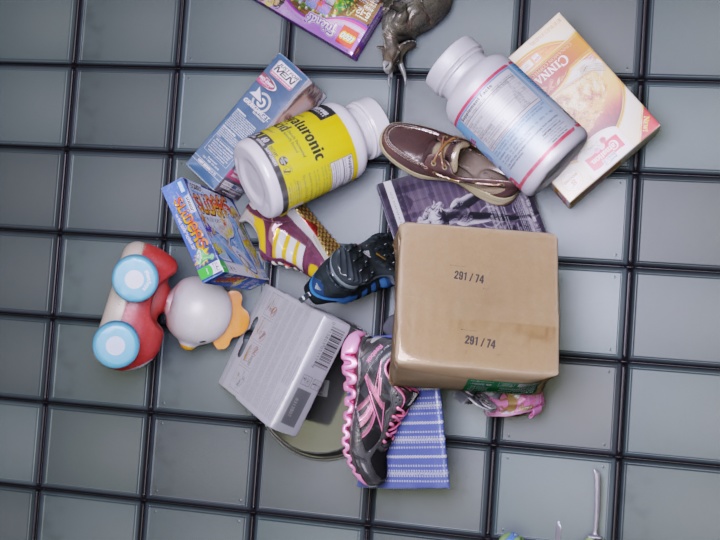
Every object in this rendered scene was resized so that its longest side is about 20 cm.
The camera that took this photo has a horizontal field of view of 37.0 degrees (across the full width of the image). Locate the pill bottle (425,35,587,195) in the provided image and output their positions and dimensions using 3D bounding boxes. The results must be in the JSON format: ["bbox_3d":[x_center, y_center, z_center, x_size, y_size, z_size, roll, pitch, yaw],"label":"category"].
[{"bbox_3d":[0.180,-0.198,1.354,0.109,0.109,0.200,-45,79,6],"label":"pill bottle"}]

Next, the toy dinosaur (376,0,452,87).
[{"bbox_3d":[0.077,-0.361,1.478,0.200,0.102,0.077,-46,44,-6],"label":"toy dinosaur"}]

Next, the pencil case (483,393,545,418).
[{"bbox_3d":[0.189,0.096,1.421,0.082,0.087,0.202,-8,85,-10],"label":"pencil case"}]

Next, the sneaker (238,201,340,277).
[{"bbox_3d":[-0.086,-0.025,1.496,0.090,0.075,0.200,-41,74,15],"label":"sneaker"}]

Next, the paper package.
[{"bbox_3d":[0.136,0.048,1.320,0.198,0.104,0.192,4,72,-1],"label":"paper package"}]

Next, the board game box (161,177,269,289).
[{"bbox_3d":[-0.192,-0.045,1.448,0.034,0.200,0.136,-27,82,9],"label":"board game box"}]

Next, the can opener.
[{"bbox_3d":[0.113,0.112,1.413,0.200,0.053,0.067,43,108,35],"label":"can opener"}]

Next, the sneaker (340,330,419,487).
[{"bbox_3d":[0.029,0.177,1.376,0.095,0.079,0.202,-2,90,22],"label":"sneaker"}]

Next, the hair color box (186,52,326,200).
[{"bbox_3d":[-0.143,-0.196,1.498,0.060,0.100,0.200,42,95,12],"label":"hair color box"}]

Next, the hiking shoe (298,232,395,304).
[{"bbox_3d":[0.000,0.000,1.419,0.086,0.199,0.075,-33,74,31],"label":"hiking shoe"}]

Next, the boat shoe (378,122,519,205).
[{"bbox_3d":[0.121,-0.150,1.411,0.199,0.072,0.072,26,73,2],"label":"boat shoe"}]

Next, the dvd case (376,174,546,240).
[{"bbox_3d":[0.137,-0.072,1.436,0.199,0.016,0.150,-16,75,-9],"label":"dvd case"}]

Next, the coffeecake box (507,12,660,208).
[{"bbox_3d":[0.271,-0.209,1.427,0.153,0.073,0.200,-41,80,7],"label":"coffeecake box"}]

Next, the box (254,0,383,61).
[{"bbox_3d":[-0.055,-0.406,1.523,0.199,0.039,0.137,32,94,11],"label":"box"}]

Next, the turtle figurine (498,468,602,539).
[{"bbox_3d":[0.272,0.394,1.356,0.200,0.144,0.194,-38,84,11],"label":"turtle figurine"}]

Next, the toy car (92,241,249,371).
[{"bbox_3d":[-0.254,0.067,1.487,0.199,0.184,0.178,17,90,-11],"label":"toy car"}]

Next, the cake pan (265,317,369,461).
[{"bbox_3d":[-0.055,0.164,1.490,0.199,0.037,0.202,-1,86,12],"label":"cake pan"}]

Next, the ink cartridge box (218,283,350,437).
[{"bbox_3d":[-0.107,0.116,1.454,0.057,0.200,0.163,27,88,-25],"label":"ink cartridge box"}]

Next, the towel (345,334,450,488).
[{"bbox_3d":[0.047,0.184,1.413,0.144,0.024,0.202,-7,86,34],"label":"towel"}]

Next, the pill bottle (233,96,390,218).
[{"bbox_3d":[-0.060,-0.158,1.444,0.199,0.111,0.112,-27,80,-22],"label":"pill bottle"}]
